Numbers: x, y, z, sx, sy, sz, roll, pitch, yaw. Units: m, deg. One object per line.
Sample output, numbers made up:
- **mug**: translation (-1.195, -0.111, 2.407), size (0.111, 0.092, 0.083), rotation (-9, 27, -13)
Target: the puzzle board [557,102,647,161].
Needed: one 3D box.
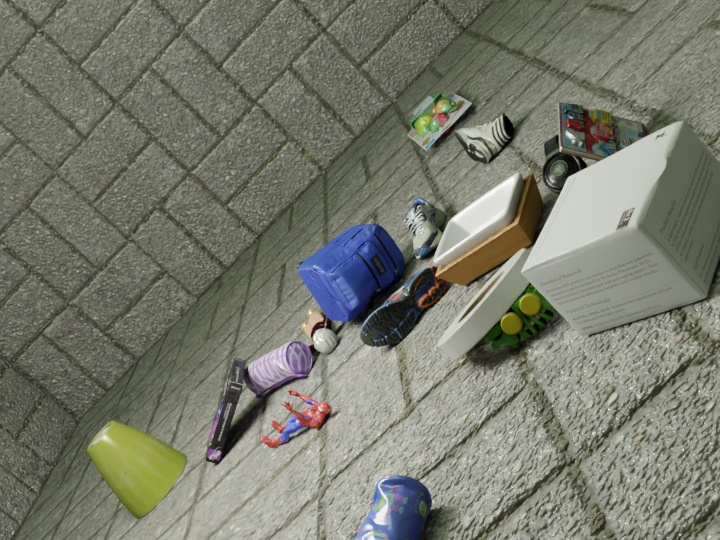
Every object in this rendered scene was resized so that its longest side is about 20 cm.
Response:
- **puzzle board**: translation (0.390, -0.217, 1.426), size (0.200, 0.149, 0.018), rotation (-71, -7, -57)

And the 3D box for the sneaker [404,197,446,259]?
- **sneaker**: translation (0.129, -0.095, 1.939), size (0.077, 0.085, 0.200), rotation (-40, 17, 23)

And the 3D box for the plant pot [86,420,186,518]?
- **plant pot**: translation (-0.563, 0.468, 2.185), size (0.187, 0.200, 0.187), rotation (-43, 15, 15)

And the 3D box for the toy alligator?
- **toy alligator**: translation (0.224, 0.082, 1.277), size (0.200, 0.054, 0.059), rotation (-51, -5, 23)

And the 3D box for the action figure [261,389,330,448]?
- **action figure**: translation (-0.136, 0.273, 1.707), size (0.199, 0.099, 0.065), rotation (-29, 23, 43)

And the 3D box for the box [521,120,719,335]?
- **box**: translation (0.341, -0.050, 1.128), size (0.200, 0.131, 0.199), rotation (-27, 24, 52)

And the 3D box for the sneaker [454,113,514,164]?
- **sneaker**: translation (0.300, -0.317, 2.104), size (0.115, 0.076, 0.201), rotation (-37, 23, 1)

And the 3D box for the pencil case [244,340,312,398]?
- **pencil case**: translation (-0.188, 0.224, 2.011), size (0.200, 0.083, 0.086), rotation (-34, 54, 48)

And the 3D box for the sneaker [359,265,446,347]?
- **sneaker**: translation (0.081, 0.072, 1.693), size (0.200, 0.076, 0.078), rotation (-39, 5, -3)

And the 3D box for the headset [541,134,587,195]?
- **headset**: translation (0.348, -0.138, 1.388), size (0.094, 0.123, 0.201), rotation (-32, 38, 28)

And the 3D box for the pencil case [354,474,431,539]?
- **pencil case**: translation (0.022, 0.346, 1.089), size (0.086, 0.078, 0.201), rotation (-7, 35, 33)

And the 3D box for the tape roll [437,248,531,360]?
- **tape roll**: translation (0.195, 0.051, 1.356), size (0.203, 0.037, 0.203), rotation (-48, -3, -3)

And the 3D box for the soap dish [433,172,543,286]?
- **soap dish**: translation (0.231, -0.070, 1.592), size (0.200, 0.081, 0.158), rotation (-35, 19, 38)

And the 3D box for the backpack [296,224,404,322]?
- **backpack**: translation (0.000, 0.000, 1.926), size (0.200, 0.163, 0.167), rotation (-39, 20, -24)

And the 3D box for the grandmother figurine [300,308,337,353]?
- **grandmother figurine**: translation (-0.090, 0.137, 2.015), size (0.200, 0.060, 0.122), rotation (-131, 58, -73)

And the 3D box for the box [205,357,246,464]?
- **box**: translation (-0.305, 0.315, 2.025), size (0.143, 0.036, 0.201), rotation (-108, 37, -74)

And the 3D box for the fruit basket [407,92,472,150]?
- **fruit basket**: translation (0.221, -0.438, 2.574), size (0.185, 0.094, 0.200), rotation (-45, 18, 7)
